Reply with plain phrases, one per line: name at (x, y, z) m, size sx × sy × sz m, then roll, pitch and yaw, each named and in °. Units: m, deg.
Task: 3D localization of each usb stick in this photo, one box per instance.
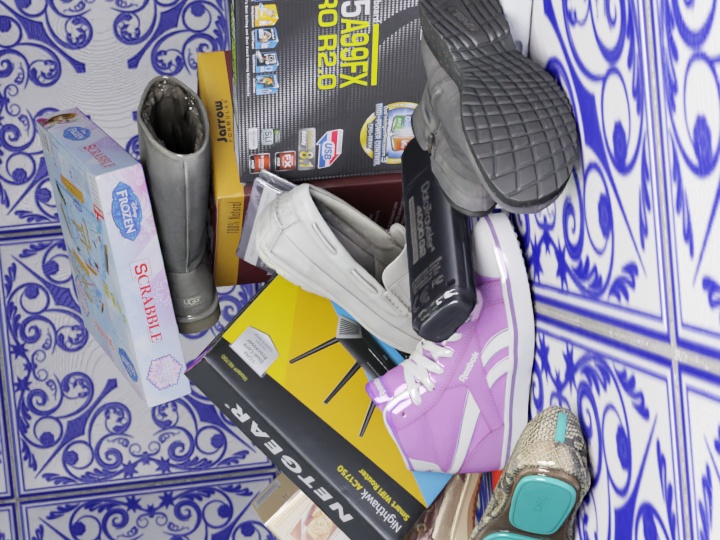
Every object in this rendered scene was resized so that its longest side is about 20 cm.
usb stick at (0.054, -0.031, 1.241) m, size 0.055 × 0.033 × 0.200 m, roll -43°, pitch 30°, yaw 30°

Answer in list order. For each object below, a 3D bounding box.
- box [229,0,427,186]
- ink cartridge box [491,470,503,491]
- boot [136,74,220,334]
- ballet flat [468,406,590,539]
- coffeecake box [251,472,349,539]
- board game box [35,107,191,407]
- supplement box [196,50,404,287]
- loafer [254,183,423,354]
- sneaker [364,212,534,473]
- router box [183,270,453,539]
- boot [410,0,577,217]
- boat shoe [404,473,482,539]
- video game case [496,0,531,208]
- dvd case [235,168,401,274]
box at (-0.015, -0.157, 1.314) m, size 0.044 × 0.160 × 0.200 m, roll -103°, pitch 12°, yaw -45°
ink cartridge box at (0.103, 0.255, 1.340) m, size 0.163 × 0.057 × 0.200 m, roll -136°, pitch 37°, yaw -78°
boot at (-0.158, -0.070, 1.430) m, size 0.182 × 0.072 × 0.200 m, roll 54°, pitch 160°, yaw 44°
ballet flat at (0.114, 0.157, 1.180) m, size 0.200 × 0.068 × 0.075 m, roll 103°, pitch -178°, yaw -51°
coffeecake box at (0.000, 0.266, 1.607) m, size 0.200 × 0.073 × 0.154 m, roll 46°, pitch 173°, yaw -5°
board game box at (-0.205, -0.015, 1.461) m, size 0.200 × 0.041 × 0.200 m, roll -141°, pitch 38°, yaw -60°
supplement box at (-0.033, -0.090, 1.499) m, size 0.197 × 0.200 × 0.133 m, roll 104°, pitch 158°, yaw -68°
loafer at (0.017, 0.003, 1.281) m, size 0.070 × 0.200 × 0.070 m, roll -40°, pitch 34°, yaw 37°
sneaker at (0.061, 0.058, 1.256) m, size 0.073 × 0.114 × 0.201 m, roll -112°, pitch 20°, yaw -67°
router box at (-0.011, 0.091, 1.328) m, size 0.200 × 0.149 × 0.051 m, roll 45°, pitch 149°, yaw -6°
boot at (0.084, -0.079, 1.144) m, size 0.132 × 0.070 × 0.200 m, roll 92°, pitch 167°, yaw -47°
boat shoe at (0.055, 0.166, 1.417) m, size 0.072 × 0.072 × 0.200 m, roll 134°, pitch 145°, yaw -78°
video game case at (0.083, -0.174, 1.260) m, size 0.200 × 0.023 × 0.183 m, roll -106°, pitch 13°, yaw -52°
dvd case at (0.000, 0.000, 1.389) m, size 0.016 × 0.200 × 0.149 m, roll -63°, pitch -1°, yaw -24°
